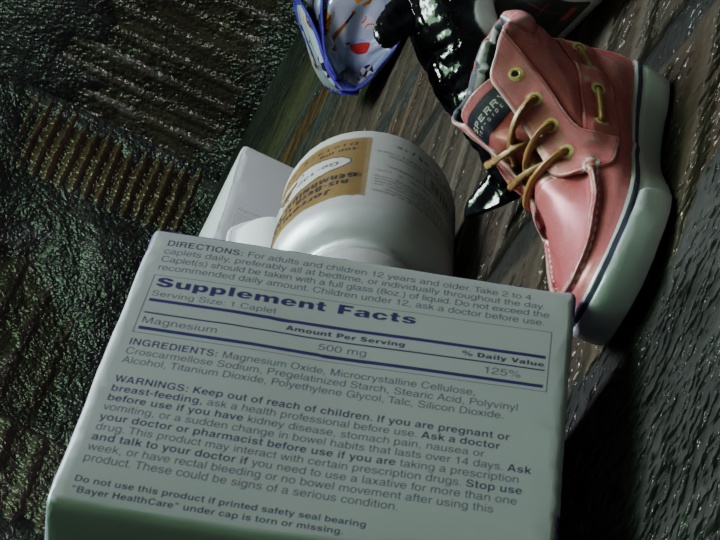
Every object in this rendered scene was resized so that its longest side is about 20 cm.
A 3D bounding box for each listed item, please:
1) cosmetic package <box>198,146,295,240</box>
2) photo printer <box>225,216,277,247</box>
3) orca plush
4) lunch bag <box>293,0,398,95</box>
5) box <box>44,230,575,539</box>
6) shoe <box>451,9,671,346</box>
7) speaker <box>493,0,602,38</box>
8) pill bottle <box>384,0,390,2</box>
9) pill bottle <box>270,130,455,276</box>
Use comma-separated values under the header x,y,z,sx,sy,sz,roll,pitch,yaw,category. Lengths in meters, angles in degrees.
x,y,z,sx,sy,sz,roll,pitch,yaw,category
-0.098,0.040,1.930,0.200,0.123,0.200,-80,17,-59,cosmetic package
-0.060,0.055,1.599,0.200,0.069,0.167,-95,0,-75,photo printer
0.039,-0.127,1.341,0.105,0.071,0.201,144,117,-71,orca plush
-0.004,-0.278,2.338,0.170,0.123,0.201,-132,53,-82,lunch bag
-0.016,0.087,0.906,0.200,0.183,0.105,-76,-6,-59,box
0.085,-0.047,1.036,0.072,0.091,0.200,-60,9,34,shoe
0.104,-0.176,1.369,0.081,0.081,0.200,-68,9,-19,speaker
0.062,-0.346,2.093,0.114,0.114,0.201,152,142,-78,pill bottle
0.000,0.000,1.400,0.115,0.114,0.200,-62,8,22,pill bottle
